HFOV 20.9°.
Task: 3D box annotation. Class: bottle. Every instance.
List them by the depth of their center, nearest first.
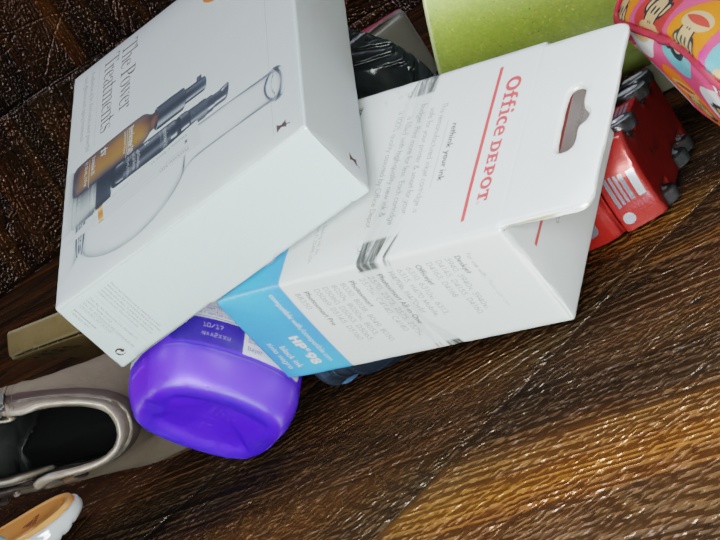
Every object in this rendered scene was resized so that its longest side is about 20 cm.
[{"bbox_3d":[-0.065,-0.006,0.990,0.065,0.083,0.201,-46,31,47],"label":"bottle"}]

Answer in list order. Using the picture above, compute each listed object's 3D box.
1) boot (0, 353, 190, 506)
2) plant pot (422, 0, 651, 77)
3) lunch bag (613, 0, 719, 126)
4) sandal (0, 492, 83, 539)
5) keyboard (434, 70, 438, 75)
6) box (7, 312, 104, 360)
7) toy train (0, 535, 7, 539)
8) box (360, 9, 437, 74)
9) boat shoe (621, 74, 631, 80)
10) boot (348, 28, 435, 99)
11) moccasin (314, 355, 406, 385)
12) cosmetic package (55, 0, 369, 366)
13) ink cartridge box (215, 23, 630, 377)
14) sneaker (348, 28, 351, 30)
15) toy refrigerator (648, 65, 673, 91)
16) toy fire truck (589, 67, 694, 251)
[{"bbox_3d":[-0.131,0.077,1.007,0.199,0.071,0.146,-18,1,-7],"label":"boot"},{"bbox_3d":[0.137,-0.184,1.077,0.199,0.188,0.187,-9,13,8],"label":"plant pot"},{"bbox_3d":[0.209,-0.135,0.838,0.176,0.082,0.200,-46,21,7],"label":"lunch bag"},{"bbox_3d":[-0.252,0.167,1.093,0.206,0.059,0.079,-33,8,3],"label":"sandal"},{"bbox_3d":[0.099,-0.129,1.352,0.103,0.040,0.200,14,27,17],"label":"keyboard"},{"bbox_3d":[-0.105,0.031,1.172,0.163,0.021,0.200,-1,-8,-28],"label":"box"},{"bbox_3d":[-0.225,0.140,0.947,0.085,0.114,0.200,-42,11,-25],"label":"toy train"},{"bbox_3d":[-0.030,-0.079,1.414,0.199,0.128,0.109,-28,10,32],"label":"box"},{"bbox_3d":[0.088,-0.079,1.190,0.200,0.072,0.072,-35,16,-10],"label":"boat shoe"},{"bbox_3d":[-0.029,-0.098,1.176,0.162,0.197,0.074,44,-116,-77],"label":"boot"},{"bbox_3d":[0.000,0.000,1.035,0.068,0.081,0.200,-38,7,16],"label":"moccasin"},{"bbox_3d":[-0.074,-0.068,0.942,0.150,0.052,0.201,-33,33,18],"label":"cosmetic package"},{"bbox_3d":[0.042,-0.029,0.887,0.199,0.067,0.116,-13,44,34],"label":"ink cartridge box"},{"bbox_3d":[-0.081,-0.173,1.332,0.074,0.083,0.200,-25,-1,25],"label":"sneaker"},{"bbox_3d":[0.249,-0.181,1.173,0.200,0.070,0.076,-27,14,46],"label":"toy refrigerator"},{"bbox_3d":[0.101,-0.046,1.019,0.141,0.049,0.200,-30,10,22],"label":"toy fire truck"}]
